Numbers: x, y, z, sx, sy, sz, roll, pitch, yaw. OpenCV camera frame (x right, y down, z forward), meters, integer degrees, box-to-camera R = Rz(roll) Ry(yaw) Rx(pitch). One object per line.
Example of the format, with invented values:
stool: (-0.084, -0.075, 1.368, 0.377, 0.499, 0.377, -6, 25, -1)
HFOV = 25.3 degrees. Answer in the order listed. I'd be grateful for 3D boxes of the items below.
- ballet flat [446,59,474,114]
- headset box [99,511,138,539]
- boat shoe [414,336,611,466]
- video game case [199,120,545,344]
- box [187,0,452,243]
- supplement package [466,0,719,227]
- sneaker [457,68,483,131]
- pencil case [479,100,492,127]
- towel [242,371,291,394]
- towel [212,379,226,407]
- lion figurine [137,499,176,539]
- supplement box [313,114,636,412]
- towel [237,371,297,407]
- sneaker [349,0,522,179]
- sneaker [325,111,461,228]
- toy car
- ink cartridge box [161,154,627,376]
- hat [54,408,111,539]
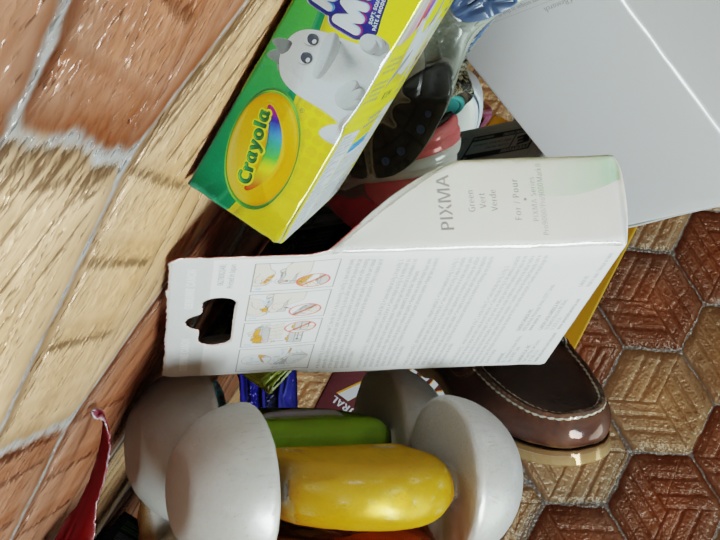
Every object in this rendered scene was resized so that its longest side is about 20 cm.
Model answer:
ballet flat: (0.036, -0.127, 0.941, 0.200, 0.068, 0.076, -35, 137, -82)
headset box: (-0.188, 0.285, 1.093, 0.174, 0.093, 0.200, -59, 179, 16)
boat shoe: (0.074, 0.042, 0.892, 0.200, 0.070, 0.071, -144, -129, -58)
video game case: (0.017, -0.018, 0.963, 0.199, 0.023, 0.182, -8, -143, 41)
box: (0.012, -0.113, 0.613, 0.200, 0.048, 0.117, -56, 179, 15)
supplement package: (0.142, -0.138, 0.869, 0.120, 0.200, 0.121, -13, -144, 49)
sneaker: (0.022, -0.054, 1.097, 0.200, 0.073, 0.071, -53, -153, 38)
pencil case: (0.022, -0.064, 1.221, 0.200, 0.086, 0.083, -58, 160, 19)
towel: (0.000, 0.000, 1.004, 0.200, 0.018, 0.086, -40, -156, -13)
towel: (-0.094, 0.191, 1.127, 0.022, 0.201, 0.147, -13, -169, 12)
lion figurine: (-0.114, 0.190, 0.977, 0.200, 0.072, 0.123, -85, -171, -54)
supplement box: (0.081, 0.037, 1.162, 0.197, 0.133, 0.200, -54, 173, -48)
towel: (-0.072, 0.101, 1.207, 0.200, 0.049, 0.148, 100, -10, -80)
sneaker: (0.040, -0.141, 0.758, 0.200, 0.077, 0.085, -51, -170, 14)
sneaker: (0.015, -0.032, 0.887, 0.073, 0.087, 0.200, -16, -177, -8)
toy car: (-0.023, 0.131, 0.821, 0.200, 0.174, 0.151, -160, -109, -67)
ink cartridge box: (0.008, 0.003, 0.749, 0.161, 0.199, 0.050, 109, -21, -66)
hat: (-0.158, 0.154, 0.812, 0.199, 0.177, 0.166, -15, -174, 18)
